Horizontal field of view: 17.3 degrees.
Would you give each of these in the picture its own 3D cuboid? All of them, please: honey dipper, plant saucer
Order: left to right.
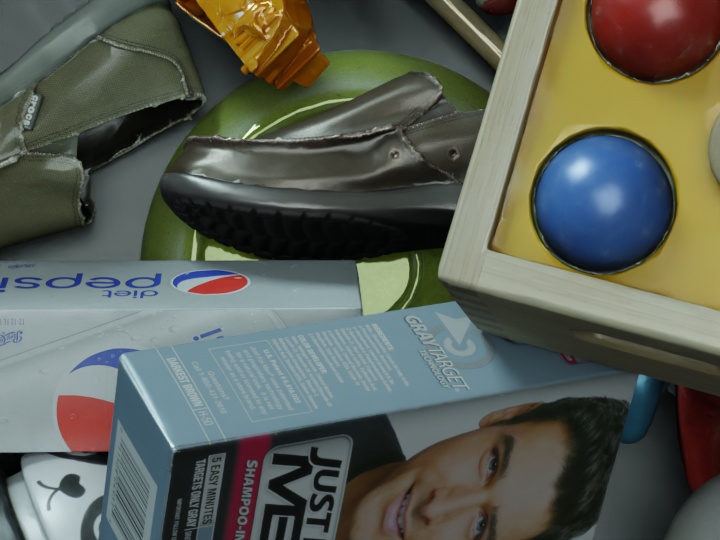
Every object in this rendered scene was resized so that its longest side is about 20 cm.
[{"bbox_3d":[0.000,0.000,1.043,0.198,0.031,0.202,0,86,0],"label":"plant saucer"},{"bbox_3d":[0.039,-0.118,1.064,0.038,0.038,0.200,-43,88,-6],"label":"honey dipper"}]

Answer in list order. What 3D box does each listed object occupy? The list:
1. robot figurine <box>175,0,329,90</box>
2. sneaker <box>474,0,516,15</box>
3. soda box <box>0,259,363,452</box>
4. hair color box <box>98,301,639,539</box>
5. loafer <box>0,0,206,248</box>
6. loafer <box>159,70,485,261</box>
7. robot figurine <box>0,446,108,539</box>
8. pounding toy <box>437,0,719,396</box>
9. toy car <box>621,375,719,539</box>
[{"bbox_3d":[-0.057,-0.181,1.027,0.145,0.058,0.201,-41,63,13],"label":"robot figurine"},{"bbox_3d":[0.053,-0.210,1.063,0.081,0.078,0.202,-4,75,5],"label":"sneaker"},{"bbox_3d":[-0.098,0.035,0.979,0.198,0.068,0.064,0,108,-3],"label":"soda box"},{"bbox_3d":[0.003,0.074,0.922,0.198,0.100,0.061,-9,39,-26],"label":"hair color box"},{"bbox_3d":[-0.149,-0.045,1.028,0.200,0.075,0.070,-40,81,-6],"label":"loafer"},{"bbox_3d":[0.014,-0.046,1.003,0.198,0.073,0.072,0,74,-5],"label":"loafer"},{"bbox_3d":[-0.161,0.153,0.975,0.199,0.125,0.151,-27,89,-4],"label":"robot figurine"},{"bbox_3d":[0.149,-0.054,0.841,0.198,0.142,0.186,15,82,14],"label":"pounding toy"},{"bbox_3d":[0.173,0.094,0.940,0.183,0.177,0.201,15,56,1],"label":"toy car"}]
